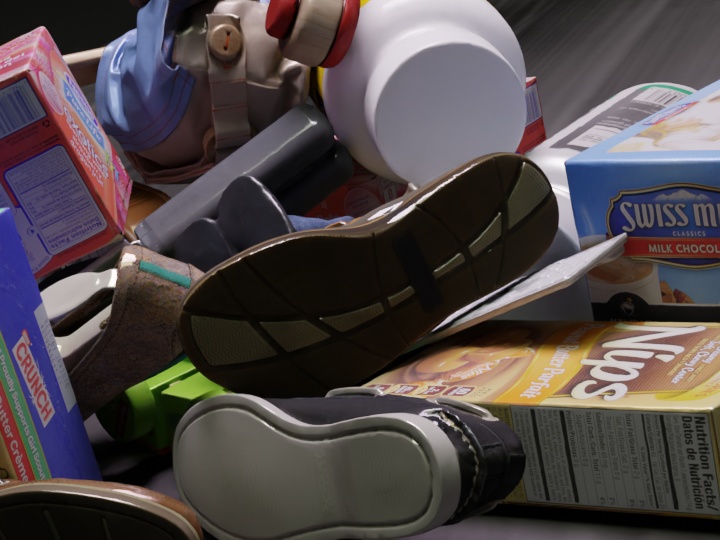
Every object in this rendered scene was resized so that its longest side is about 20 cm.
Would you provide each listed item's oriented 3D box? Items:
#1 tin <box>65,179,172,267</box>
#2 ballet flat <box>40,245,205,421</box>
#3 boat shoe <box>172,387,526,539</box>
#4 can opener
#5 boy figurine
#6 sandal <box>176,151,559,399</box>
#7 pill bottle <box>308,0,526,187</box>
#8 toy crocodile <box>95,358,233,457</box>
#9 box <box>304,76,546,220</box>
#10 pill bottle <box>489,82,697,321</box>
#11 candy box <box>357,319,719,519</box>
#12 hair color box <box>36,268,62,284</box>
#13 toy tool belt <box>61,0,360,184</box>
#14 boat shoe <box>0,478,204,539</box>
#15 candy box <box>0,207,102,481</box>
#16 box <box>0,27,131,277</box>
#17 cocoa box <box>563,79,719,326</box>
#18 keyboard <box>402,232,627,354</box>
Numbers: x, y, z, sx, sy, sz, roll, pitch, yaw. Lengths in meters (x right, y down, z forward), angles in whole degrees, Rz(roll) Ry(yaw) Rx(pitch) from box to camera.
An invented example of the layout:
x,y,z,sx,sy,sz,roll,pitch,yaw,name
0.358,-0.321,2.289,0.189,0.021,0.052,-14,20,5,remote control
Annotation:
x,y,z,sx,sy,sz,roll,pitch,yaw,name
-0.128,0.006,1.465,0.042,0.112,0.200,-28,19,-18,tin
-0.154,0.046,1.261,0.200,0.067,0.068,-39,35,32,ballet flat
-0.010,0.086,1.154,0.060,0.074,0.200,-7,-1,-40,boat shoe
-0.100,-0.021,1.343,0.200,0.053,0.067,-37,45,-3,can opener
0.000,0.000,1.337,0.124,0.064,0.200,-46,-31,25,boy figurine
0.002,0.000,1.223,0.200,0.082,0.055,-30,16,-20,sandal
0.027,-0.111,1.394,0.111,0.111,0.200,-14,21,-7,pill bottle
-0.072,0.075,1.285,0.068,0.062,0.200,-25,24,-37,toy crocodile
0.029,-0.039,1.521,0.095,0.103,0.200,-1,20,33,box
0.127,-0.022,1.357,0.113,0.113,0.200,-2,18,33,pill bottle
0.108,0.065,1.170,0.200,0.055,0.115,-1,17,39,candy box
-0.248,0.032,1.448,0.099,0.061,0.200,-1,32,14,hair color box
-0.091,-0.119,1.375,0.123,0.125,0.200,16,-21,-17,toy tool belt
-0.156,0.120,1.144,0.200,0.072,0.068,-6,17,21,boat shoe
-0.242,0.064,1.226,0.200,0.169,0.077,-6,24,23,candy box
-0.229,-0.030,1.318,0.200,0.103,0.095,-27,17,8,box
0.217,-0.024,1.263,0.133,0.131,0.200,2,20,41,cocoa box
0.046,0.024,1.254,0.200,0.011,0.056,-25,1,44,keyboard
